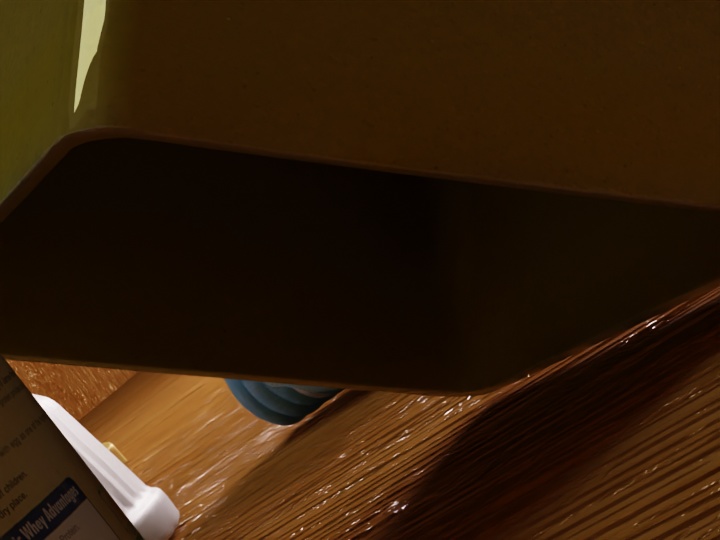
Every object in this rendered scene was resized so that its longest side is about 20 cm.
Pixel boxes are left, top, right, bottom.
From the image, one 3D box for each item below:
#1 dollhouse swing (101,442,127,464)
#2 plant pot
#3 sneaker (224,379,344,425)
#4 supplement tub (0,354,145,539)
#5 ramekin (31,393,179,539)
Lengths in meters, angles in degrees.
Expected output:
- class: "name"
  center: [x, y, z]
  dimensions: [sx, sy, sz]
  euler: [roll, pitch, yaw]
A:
- class: "dollhouse swing"
  center: [-0.270, 0.145, 1.368]
  dimensions: [0.200, 0.182, 0.176]
  euler: [-36, 23, 38]
- class: "plant pot"
  center: [-0.013, -0.078, 0.634]
  dimensions: [0.199, 0.177, 0.200]
  euler: [6, -17, -24]
- class: "sneaker"
  center: [0.000, 0.000, 1.097]
  dimensions: [0.130, 0.080, 0.200]
  euler: [-33, 4, 42]
- class: "supplement tub"
  center: [-0.143, 0.067, 0.560]
  dimensions: [0.144, 0.200, 0.144]
  euler: [-37, 3, 2]
- class: "ramekin"
  center: [-0.188, 0.139, 1.041]
  dimensions: [0.202, 0.094, 0.202]
  euler: [-38, 3, 2]
